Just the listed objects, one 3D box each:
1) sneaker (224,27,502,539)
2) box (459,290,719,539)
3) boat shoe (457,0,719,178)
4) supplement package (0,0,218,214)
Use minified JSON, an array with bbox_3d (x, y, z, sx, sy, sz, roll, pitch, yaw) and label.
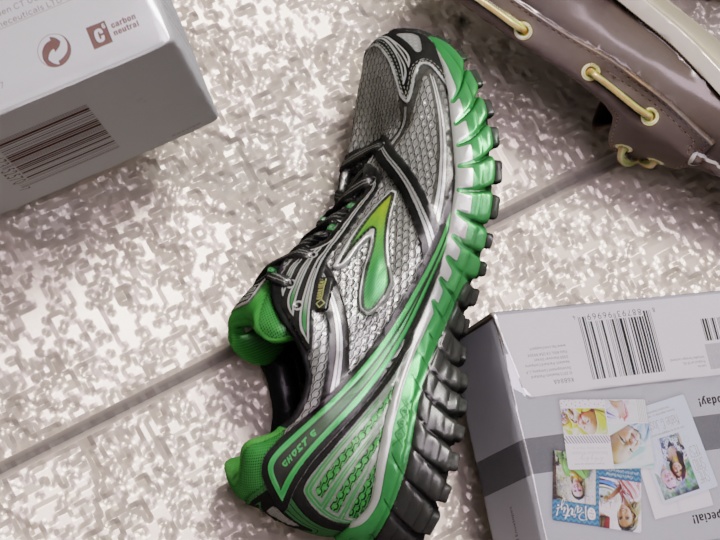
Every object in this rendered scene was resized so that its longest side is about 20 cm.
[{"bbox_3d":[0.000,0.000,0.842,0.085,0.078,0.200,14,70,-12],"label":"sneaker"},{"bbox_3d":[0.129,0.109,0.858,0.156,0.041,0.200,-6,73,-26],"label":"box"},{"bbox_3d":[0.111,-0.079,0.912,0.200,0.072,0.060,40,106,-15],"label":"boat shoe"},{"bbox_3d":[-0.145,-0.132,0.804,0.117,0.117,0.200,-23,79,1],"label":"supplement package"}]
